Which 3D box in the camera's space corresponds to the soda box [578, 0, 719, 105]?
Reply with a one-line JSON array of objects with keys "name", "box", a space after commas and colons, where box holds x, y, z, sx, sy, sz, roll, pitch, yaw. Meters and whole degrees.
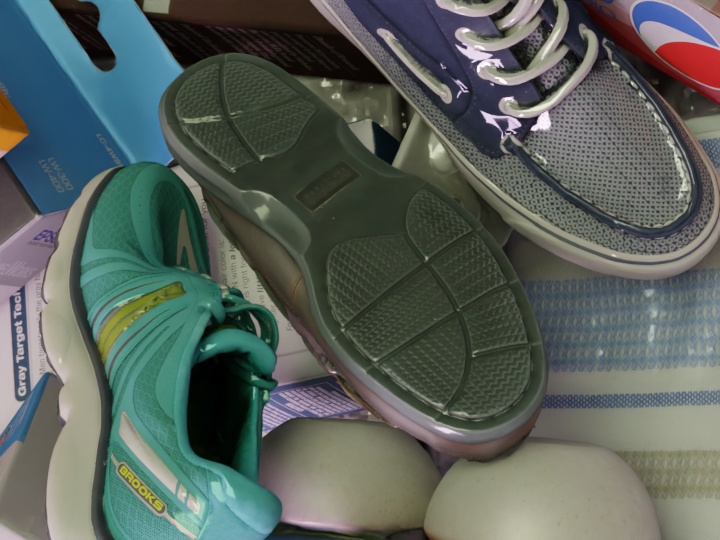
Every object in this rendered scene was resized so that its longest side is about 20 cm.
[{"name": "soda box", "box": [0.110, -0.119, 0.883, 0.200, 0.063, 0.070, 34, 73, 22]}]

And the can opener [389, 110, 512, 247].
[{"name": "can opener", "box": [0.059, -0.093, 0.955, 0.053, 0.067, 0.201, 30, 66, -15]}]

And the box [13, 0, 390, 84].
[{"name": "box", "box": [-0.047, -0.137, 1.012, 0.199, 0.075, 0.101, 7, 80, 22]}]

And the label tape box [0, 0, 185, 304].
[{"name": "label tape box", "box": [-0.178, -0.054, 0.971, 0.200, 0.066, 0.144, -38, 77, 11]}]

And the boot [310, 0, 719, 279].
[{"name": "boot", "box": [0.048, -0.078, 0.865, 0.200, 0.090, 0.073, 40, 78, 9]}]

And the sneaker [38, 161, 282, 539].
[{"name": "sneaker", "box": [-0.060, 0.034, 0.873, 0.080, 0.077, 0.201, -35, 40, 23]}]

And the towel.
[{"name": "towel", "box": [0.106, 0.041, 0.911, 0.146, 0.024, 0.201, -5, 75, 41]}]

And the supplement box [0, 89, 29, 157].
[{"name": "supplement box", "box": [-0.231, -0.019, 0.885, 0.200, 0.126, 0.074, -40, 79, 8]}]

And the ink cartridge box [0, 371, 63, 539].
[{"name": "ink cartridge box", "box": [-0.152, 0.151, 0.939, 0.068, 0.115, 0.200, 33, 112, -10]}]

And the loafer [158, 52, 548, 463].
[{"name": "loafer", "box": [0.000, 0.000, 0.891, 0.072, 0.063, 0.200, -31, 56, -17]}]

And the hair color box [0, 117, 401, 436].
[{"name": "hair color box", "box": [-0.071, 0.015, 0.990, 0.199, 0.061, 0.100, -12, 71, 19]}]

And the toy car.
[{"name": "toy car", "box": [0.005, 0.143, 0.859, 0.199, 0.150, 0.176, 4, 90, 36]}]
